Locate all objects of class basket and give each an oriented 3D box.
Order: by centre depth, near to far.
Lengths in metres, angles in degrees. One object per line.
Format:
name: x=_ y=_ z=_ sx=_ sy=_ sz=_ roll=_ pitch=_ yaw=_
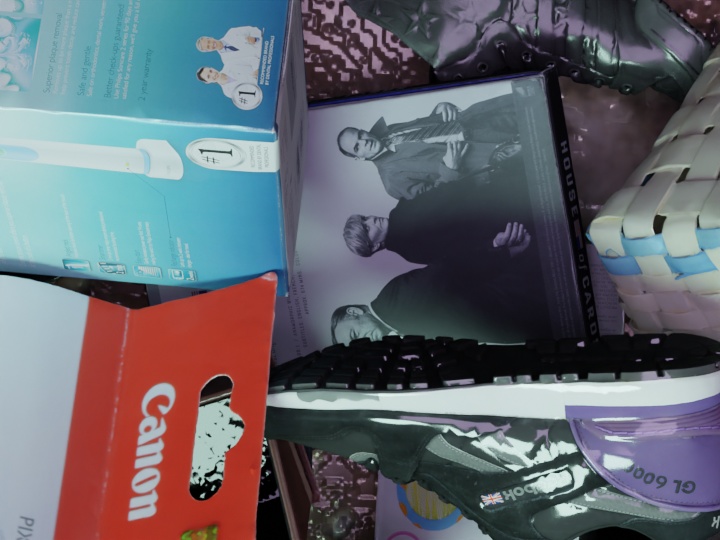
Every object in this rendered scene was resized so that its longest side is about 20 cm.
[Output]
basket: x=0.201 y=0.004 z=1.160 sx=0.200 sy=0.139 sz=0.177 roll=49 pitch=61 yaw=-19

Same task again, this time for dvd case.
dvd case: x=0.000 y=0.000 z=1.216 sx=0.199 sy=0.025 sz=0.151 roll=-6 pitch=99 yaw=22

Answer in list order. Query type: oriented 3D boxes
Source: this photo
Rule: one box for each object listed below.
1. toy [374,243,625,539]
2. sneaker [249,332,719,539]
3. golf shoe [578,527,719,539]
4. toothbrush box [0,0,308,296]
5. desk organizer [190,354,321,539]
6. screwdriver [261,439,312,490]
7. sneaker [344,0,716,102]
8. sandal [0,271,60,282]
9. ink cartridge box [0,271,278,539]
toy: x=0.067 y=0.087 z=1.245 sx=0.114 sy=0.047 sz=0.202 roll=3 pitch=93 yaw=29
sneaker: x=0.048 y=0.076 z=1.107 sx=0.199 sy=0.076 sz=0.088 roll=0 pitch=104 yaw=21
golf shoe: x=0.143 y=0.104 z=1.186 sx=0.077 sy=0.200 sz=0.095 roll=-18 pitch=112 yaw=35
toothbrush box: x=-0.123 y=-0.064 z=1.123 sx=0.198 sy=0.147 sz=0.086 roll=4 pitch=65 yaw=3
desk organizer: x=-0.122 y=0.104 z=1.171 sx=0.199 sy=0.077 sz=0.072 roll=-17 pitch=104 yaw=6
screwdriver: x=-0.034 y=0.140 z=1.250 sx=0.029 sy=0.028 sz=0.201 roll=-6 pitch=118 yaw=-10
sneaker: x=0.067 y=-0.105 z=1.221 sx=0.200 sy=0.060 sz=0.104 roll=42 pitch=97 yaw=-3
sandal: x=-0.197 y=-0.058 z=1.228 sx=0.199 sy=0.043 sz=0.076 roll=34 pitch=97 yaw=-6
ink cartridge box: x=-0.136 y=0.067 z=1.103 sx=0.199 sy=0.163 sz=0.050 roll=-14 pitch=135 yaw=19
